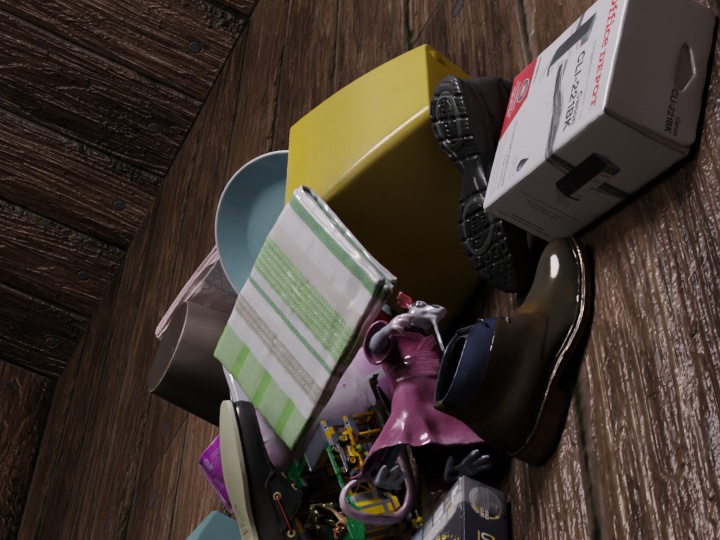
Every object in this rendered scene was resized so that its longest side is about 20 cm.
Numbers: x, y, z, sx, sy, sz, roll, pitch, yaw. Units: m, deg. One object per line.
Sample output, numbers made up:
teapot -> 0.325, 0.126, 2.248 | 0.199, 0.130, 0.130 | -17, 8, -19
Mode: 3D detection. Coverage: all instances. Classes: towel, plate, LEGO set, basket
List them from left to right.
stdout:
basket -> -0.135, 0.125, 1.782 | 0.180, 0.199, 0.137 | -49, 23, 48
towel -> -0.120, 0.060, 1.826 | 0.191, 0.199, 0.032 | -50, 25, 42
plate -> -0.065, -0.033, 1.653 | 0.201, 0.200, 0.026 | -59, -11, 26
towel -> -0.054, 0.044, 1.402 | 0.149, 0.031, 0.201 | 48, 123, 34
LEGO set -> 0.012, 0.208, 1.408 | 0.154, 0.115, 0.201 | 62, 149, 33

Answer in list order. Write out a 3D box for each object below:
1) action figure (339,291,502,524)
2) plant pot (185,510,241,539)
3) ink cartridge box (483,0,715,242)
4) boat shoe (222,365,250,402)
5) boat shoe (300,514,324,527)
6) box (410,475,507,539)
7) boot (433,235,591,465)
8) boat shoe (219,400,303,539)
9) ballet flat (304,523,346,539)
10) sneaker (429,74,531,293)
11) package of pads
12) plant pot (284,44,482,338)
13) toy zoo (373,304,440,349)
action figure -> 0.056, 0.106, 1.323 | 0.149, 0.133, 0.201 | -57, 28, 35
plant pot -> -0.168, 0.379, 1.670 | 0.141, 0.141, 0.201 | -49, 16, 46
ink cartridge box -> 0.194, -0.130, 1.262 | 0.200, 0.083, 0.145 | -39, 31, 58
boat shoe -> -0.116, 0.133, 1.667 | 0.071, 0.071, 0.201 | 97, 170, -49
boat shoe -> -0.074, 0.255, 1.649 | 0.071, 0.063, 0.202 | -28, 41, 66
box -> 0.052, 0.287, 1.218 | 0.201, 0.049, 0.162 | -56, 16, 35
boot -> 0.123, 0.046, 1.227 | 0.075, 0.096, 0.201 | -40, 31, 57
boat shoe -> -0.086, 0.215, 1.407 | 0.074, 0.063, 0.203 | 147, 109, -72
ballet flat -> -0.050, 0.336, 1.476 | 0.070, 0.069, 0.201 | -53, 22, 41
sneaker -> 0.130, -0.081, 1.368 | 0.076, 0.090, 0.202 | -12, 90, 61
package of pads -> -0.056, 0.156, 1.536 | 0.199, 0.076, 0.121 | -28, -12, -33
plant pot -> 0.059, -0.095, 1.499 | 0.176, 0.199, 0.201 | -44, 25, 26
toy zoo -> 0.000, 0.000, 1.513 | 0.020, 0.200, 0.132 | -41, 26, 24
